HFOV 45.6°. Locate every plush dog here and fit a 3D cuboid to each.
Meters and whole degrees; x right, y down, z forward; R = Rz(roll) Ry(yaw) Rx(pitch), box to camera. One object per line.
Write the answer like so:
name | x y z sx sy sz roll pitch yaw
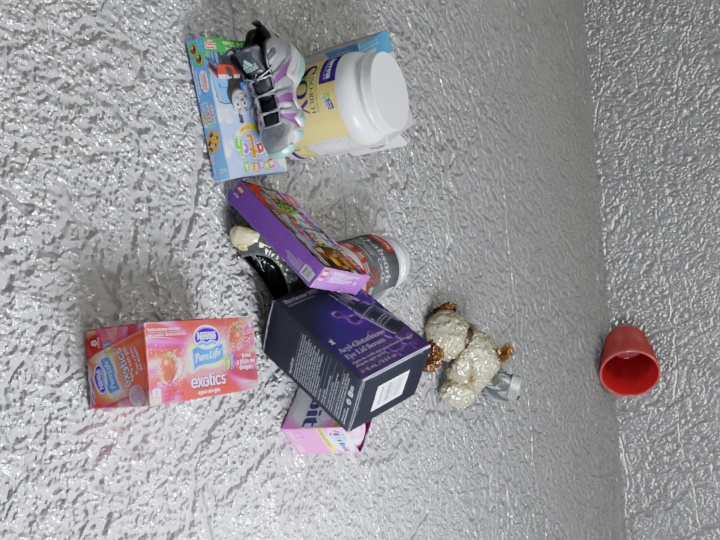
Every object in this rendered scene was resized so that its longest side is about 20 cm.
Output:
plush dog | 0.205 0.156 1.767 0.171 0.160 0.201 35 47 -17

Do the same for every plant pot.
plant pot | 0.909 0.296 2.908 0.178 0.199 0.201 -71 142 -55

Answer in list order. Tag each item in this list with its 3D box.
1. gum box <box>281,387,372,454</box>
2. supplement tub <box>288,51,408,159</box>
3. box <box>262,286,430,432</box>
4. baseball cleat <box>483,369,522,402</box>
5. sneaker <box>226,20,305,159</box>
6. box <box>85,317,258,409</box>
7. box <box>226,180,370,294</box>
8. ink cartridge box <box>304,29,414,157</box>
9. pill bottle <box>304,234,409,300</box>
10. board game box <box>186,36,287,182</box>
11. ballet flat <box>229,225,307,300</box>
gum box | -0.031 0.189 1.353 0.066 0.113 0.201 59 37 -34
supplement tub | -0.038 -0.263 1.362 0.145 0.199 0.147 22 64 -56
box | -0.023 0.114 1.253 0.147 0.200 0.105 -23 140 -42
baseball cleat | 0.305 0.231 1.936 0.200 0.106 0.070 49 49 -41
sneaker | -0.145 -0.270 1.240 0.140 0.077 0.202 36 43 -51
box | -0.225 0.110 1.048 0.199 0.102 0.096 2 81 -59
box | -0.089 -0.048 1.255 0.200 0.039 0.137 45 15 24
ink cartridge box | -0.001 -0.298 1.508 0.125 0.128 0.201 -44 120 -54
pill bottle | 0.000 0.000 1.451 0.200 0.115 0.117 -20 100 -60
board game box | -0.180 -0.239 1.274 0.151 0.036 0.202 -20 102 -60
ballet flat | -0.131 0.007 1.273 0.200 0.066 0.057 54 50 -38
